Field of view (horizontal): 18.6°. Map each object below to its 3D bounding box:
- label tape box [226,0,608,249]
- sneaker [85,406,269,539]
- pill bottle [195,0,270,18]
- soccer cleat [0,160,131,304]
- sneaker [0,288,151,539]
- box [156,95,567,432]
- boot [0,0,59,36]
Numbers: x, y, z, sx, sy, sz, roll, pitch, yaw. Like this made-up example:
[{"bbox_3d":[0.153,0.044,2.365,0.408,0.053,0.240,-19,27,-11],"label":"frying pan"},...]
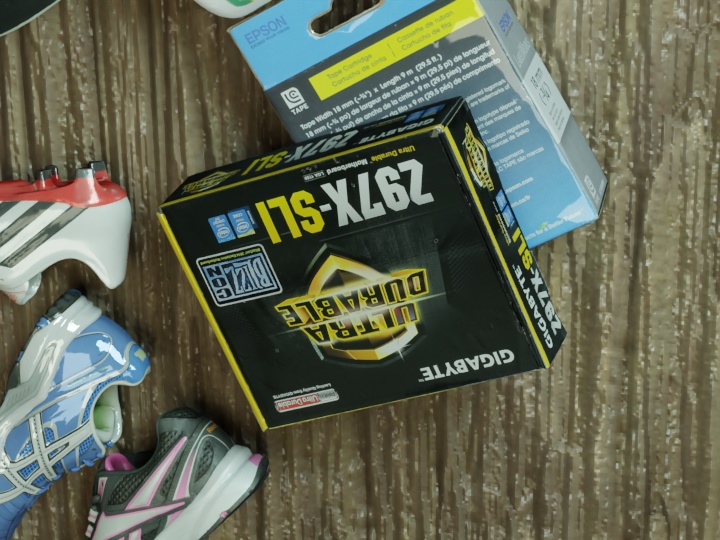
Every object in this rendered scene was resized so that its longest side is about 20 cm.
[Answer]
[{"bbox_3d":[0.037,-0.096,1.296,0.144,0.063,0.201,-25,106,23],"label":"label tape box"},{"bbox_3d":[-0.149,0.165,1.458,0.086,0.080,0.200,46,108,4],"label":"sneaker"},{"bbox_3d":[-0.019,-0.234,1.221,0.199,0.113,0.113,-28,105,23],"label":"pill bottle"},{"bbox_3d":[-0.240,-0.019,1.390,0.198,0.069,0.086,-5,98,10],"label":"soccer cleat"},{"bbox_3d":[-0.205,0.112,1.436,0.077,0.076,0.201,31,118,3],"label":"sneaker"},{"bbox_3d":[0.000,0.000,1.289,0.199,0.049,0.161,-14,110,29],"label":"box"},{"bbox_3d":[-0.263,-0.198,1.282,0.199,0.072,0.145,-22,75,-1],"label":"boot"}]
